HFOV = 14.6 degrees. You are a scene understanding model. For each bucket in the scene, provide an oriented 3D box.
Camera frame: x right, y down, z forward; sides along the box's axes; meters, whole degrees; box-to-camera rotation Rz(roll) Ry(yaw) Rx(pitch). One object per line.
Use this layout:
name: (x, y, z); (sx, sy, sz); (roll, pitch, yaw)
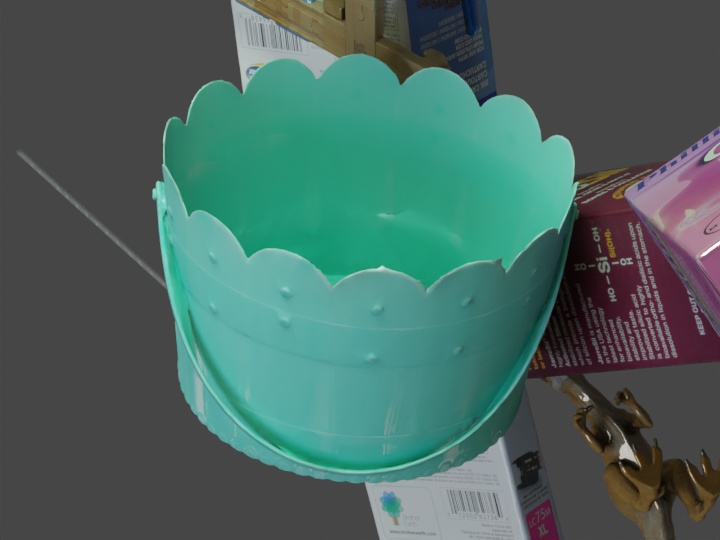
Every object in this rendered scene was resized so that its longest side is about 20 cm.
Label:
bucket: (0.000, 0.000, 1.382); (0.207, 0.207, 0.135); (29, 131, 31)

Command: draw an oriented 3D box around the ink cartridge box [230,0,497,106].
ink cartridge box: (-0.001, -0.136, 1.557); (0.136, 0.076, 0.200); (12, 116, 41)

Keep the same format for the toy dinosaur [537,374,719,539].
toy dinosaur: (0.161, 0.127, 1.560); (0.200, 0.060, 0.106); (68, 161, 2)

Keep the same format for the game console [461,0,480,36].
game console: (-0.003, -0.237, 1.380); (0.118, 0.171, 0.200); (125, 149, -46)

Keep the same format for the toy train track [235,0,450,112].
toy train track: (-0.018, -0.139, 1.500); (0.200, 0.033, 0.115); (32, 137, 36)

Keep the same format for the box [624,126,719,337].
box: (0.227, -0.033, 1.236); (0.176, 0.200, 0.097); (-35, 99, 3)

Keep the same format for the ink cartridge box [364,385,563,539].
ink cartridge box: (0.046, 0.084, 1.648); (0.119, 0.042, 0.200); (-1, 112, 43)

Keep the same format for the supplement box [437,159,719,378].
supplement box: (0.153, -0.005, 1.449); (0.200, 0.110, 0.086); (-8, 103, 46)
